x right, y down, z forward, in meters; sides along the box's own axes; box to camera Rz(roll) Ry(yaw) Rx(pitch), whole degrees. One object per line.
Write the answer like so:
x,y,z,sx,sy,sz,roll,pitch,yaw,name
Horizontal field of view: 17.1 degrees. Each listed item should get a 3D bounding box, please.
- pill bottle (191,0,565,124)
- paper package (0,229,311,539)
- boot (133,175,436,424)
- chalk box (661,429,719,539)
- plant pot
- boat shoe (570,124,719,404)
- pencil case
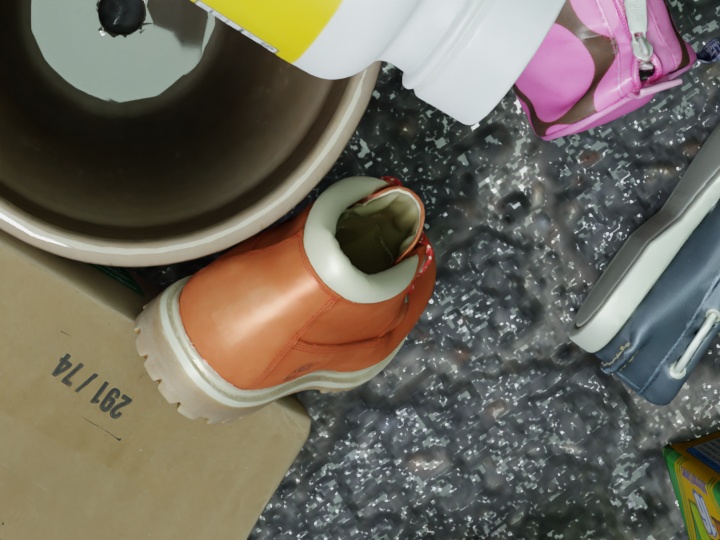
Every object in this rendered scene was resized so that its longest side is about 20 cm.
-0.023,-0.138,0.850,0.199,0.111,0.112,31,91,-10,pill bottle
-0.150,0.081,1.007,0.199,0.103,0.191,30,92,-27,paper package
0.000,0.000,0.996,0.107,0.200,0.075,-37,85,27,boot
0.232,0.163,1.084,0.123,0.125,0.201,-18,96,-6,chalk box
-0.096,-0.110,0.986,0.199,0.175,0.202,-1,96,-8,plant pot
0.177,-0.029,1.074,0.062,0.075,0.200,38,92,-7,boat shoe
0.078,-0.161,1.047,0.090,0.094,0.201,-28,98,-4,pencil case
